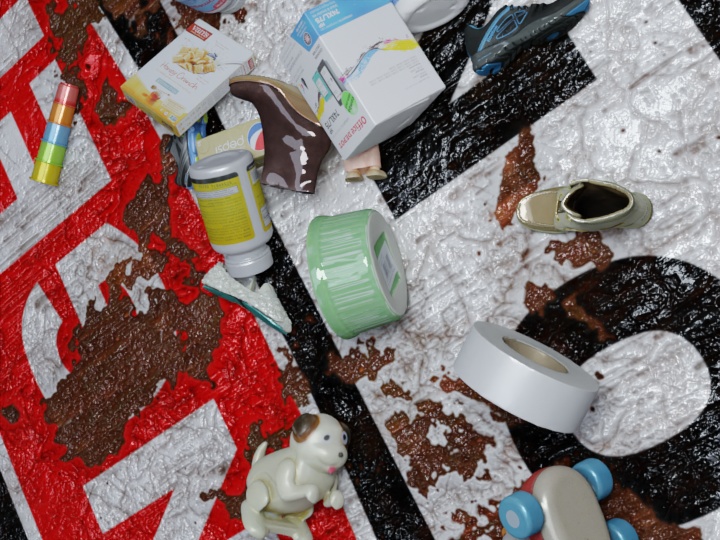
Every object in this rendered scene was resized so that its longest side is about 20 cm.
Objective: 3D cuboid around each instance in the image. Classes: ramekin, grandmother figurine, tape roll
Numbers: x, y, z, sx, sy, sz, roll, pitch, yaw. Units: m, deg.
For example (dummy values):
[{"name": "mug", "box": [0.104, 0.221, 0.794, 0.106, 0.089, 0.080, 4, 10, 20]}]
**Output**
[{"name": "ramekin", "box": [0.000, 0.000, 1.484, 0.097, 0.200, 0.201, -15, 82, 17]}, {"name": "grandmother figurine", "box": [-0.007, -0.250, 1.569, 0.121, 0.061, 0.201, -3, 84, -1]}, {"name": "tape roll", "box": [0.235, 0.150, 1.357, 0.202, 0.202, 0.071, 30, 102, 24]}]

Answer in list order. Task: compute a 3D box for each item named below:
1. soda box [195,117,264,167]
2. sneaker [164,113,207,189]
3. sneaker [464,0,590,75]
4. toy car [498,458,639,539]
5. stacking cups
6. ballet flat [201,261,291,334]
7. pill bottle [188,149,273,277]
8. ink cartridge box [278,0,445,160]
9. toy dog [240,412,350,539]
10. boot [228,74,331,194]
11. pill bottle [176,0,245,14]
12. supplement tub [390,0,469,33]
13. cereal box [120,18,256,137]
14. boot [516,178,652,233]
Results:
[{"name": "soda box", "box": [-0.187, -0.219, 1.653, 0.199, 0.064, 0.068, -15, 83, 25]}, {"name": "sneaker", "box": [-0.319, -0.246, 1.716, 0.082, 0.071, 0.201, -6, 88, 24]}, {"name": "sneaker", "box": [0.246, -0.375, 1.432, 0.199, 0.073, 0.082, -25, 77, 23]}, {"name": "toy car", "box": [0.259, 0.387, 1.384, 0.200, 0.184, 0.178, -37, 71, 51]}, {"name": "stacking cups", "box": [-0.602, -0.270, 1.867, 0.060, 0.060, 0.201, 16, 94, 26]}, {"name": "ballet flat", "box": [-0.191, 0.039, 1.651, 0.199, 0.072, 0.072, 27, 101, 24]}, {"name": "pill bottle", "box": [-0.212, -0.095, 1.608, 0.111, 0.111, 0.201, -3, 113, 27]}, {"name": "ink cartridge box", "box": [0.000, -0.306, 1.464, 0.200, 0.146, 0.147, 57, 154, 3]}, {"name": "toy dog", "box": [-0.093, 0.328, 1.571, 0.200, 0.139, 0.194, -52, 32, 18]}, {"name": "boot", "box": [-0.144, -0.223, 1.551, 0.199, 0.072, 0.167, 16, 89, 14]}, {"name": "pill bottle", "box": [-0.280, -0.506, 1.628, 0.108, 0.200, 0.109, -1, 89, 27]}, {"name": "supplement tub", "box": [0.080, -0.489, 1.485, 0.132, 0.132, 0.201, -25, 79, 24]}, {"name": "cereal box", "box": [-0.301, -0.343, 1.671, 0.144, 0.040, 0.200, 35, 71, 22]}, {"name": "boot", "box": [0.302, -0.092, 1.351, 0.199, 0.155, 0.072, 2, 90, 27]}]
